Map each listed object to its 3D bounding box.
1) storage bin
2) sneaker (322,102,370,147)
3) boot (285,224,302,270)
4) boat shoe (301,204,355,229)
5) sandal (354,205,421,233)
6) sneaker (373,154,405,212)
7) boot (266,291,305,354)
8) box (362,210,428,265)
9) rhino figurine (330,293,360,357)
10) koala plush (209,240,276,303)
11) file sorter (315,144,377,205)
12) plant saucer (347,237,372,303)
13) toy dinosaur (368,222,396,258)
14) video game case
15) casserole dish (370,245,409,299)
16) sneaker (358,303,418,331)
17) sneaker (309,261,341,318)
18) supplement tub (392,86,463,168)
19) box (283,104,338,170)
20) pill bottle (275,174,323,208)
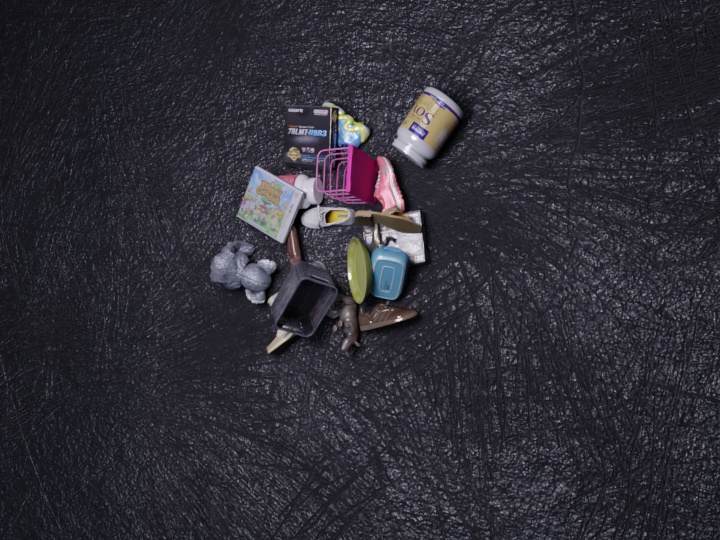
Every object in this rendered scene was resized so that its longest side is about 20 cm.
[{"bbox_3d":[-0.175,0.089,1.635,0.202,0.134,0.094,-58,32,21],"label":"storage bin"},{"bbox_3d":[-0.067,-0.471,1.759,0.199,0.076,0.106,37,99,19],"label":"sneaker"},{"bbox_3d":[-0.213,-0.060,1.740,0.063,0.186,0.204,-5,81,-19],"label":"boot"},{"bbox_3d":[-0.116,-0.176,1.747,0.198,0.086,0.076,3,86,21],"label":"boat shoe"},{"bbox_3d":[0.088,-0.171,1.620,0.208,0.078,0.071,9,63,8],"label":"sandal"},{"bbox_3d":[0.075,-0.268,1.675,0.085,0.074,0.203,-19,79,2],"label":"sneaker"},{"bbox_3d":[-0.268,0.168,1.786,0.200,0.072,0.155,-44,73,6],"label":"boot"},{"bbox_3d":[0.108,-0.091,1.671,0.196,0.049,0.165,-9,81,21],"label":"box"},{"bbox_3d":[-0.041,0.173,1.680,0.059,0.086,0.204,-22,70,47],"label":"rhino figurine"},{"bbox_3d":[-0.390,0.012,1.807,0.198,0.184,0.180,26,96,9],"label":"koala plush"},{"bbox_3d":[-0.042,-0.293,1.669,0.123,0.199,0.142,2,86,24],"label":"file sorter"},{"bbox_3d":[0.000,0.000,1.653,0.030,0.200,0.204,-4,82,-17],"label":"plant saucer"},{"bbox_3d":[0.061,-0.071,1.642,0.087,0.047,0.204,4,86,30],"label":"toy dinosaur"},{"bbox_3d":[-0.297,-0.216,1.745,0.198,0.022,0.184,30,105,17],"label":"video game case"},{"bbox_3d":[0.082,0.017,1.615,0.119,0.039,0.202,12,130,3],"label":"casserole dish"},{"bbox_3d":[0.081,0.134,1.651,0.197,0.070,0.077,-16,79,19],"label":"sneaker"},{"bbox_3d":[-0.129,0.065,1.734,0.074,0.082,0.202,-30,75,16],"label":"sneaker"},{"bbox_3d":[0.201,-0.431,1.611,0.145,0.145,0.201,38,99,20],"label":"supplement tub"},{"bbox_3d":[-0.167,-0.444,1.773,0.197,0.049,0.202,13,108,30],"label":"box"},{"bbox_3d":[-0.229,-0.264,1.786,0.196,0.112,0.115,1,86,22],"label":"pill bottle"}]
